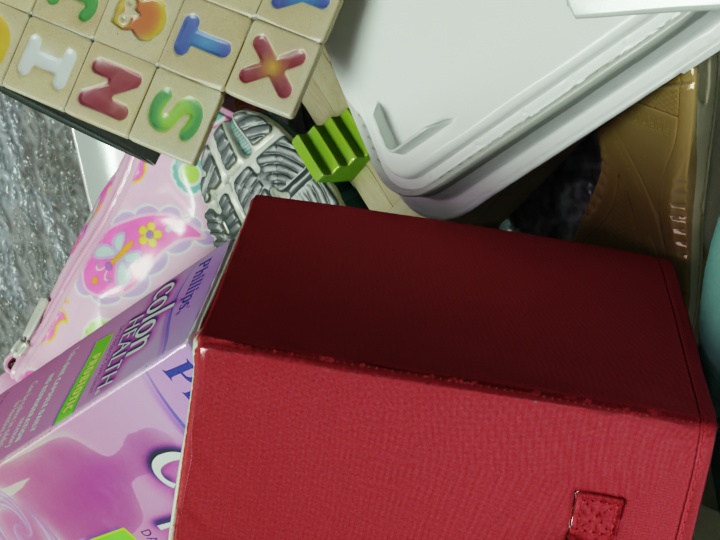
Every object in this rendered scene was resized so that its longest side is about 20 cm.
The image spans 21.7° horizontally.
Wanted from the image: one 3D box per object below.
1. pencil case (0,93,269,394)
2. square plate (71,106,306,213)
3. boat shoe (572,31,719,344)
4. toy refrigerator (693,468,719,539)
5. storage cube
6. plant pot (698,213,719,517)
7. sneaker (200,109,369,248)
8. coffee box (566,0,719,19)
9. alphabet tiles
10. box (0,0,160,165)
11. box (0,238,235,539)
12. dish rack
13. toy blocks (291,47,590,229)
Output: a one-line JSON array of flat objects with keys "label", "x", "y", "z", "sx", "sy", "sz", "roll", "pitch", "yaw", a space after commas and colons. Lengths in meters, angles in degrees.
[{"label": "pencil case", "x": -0.112, "y": -0.005, "z": 0.976, "sx": 0.087, "sy": 0.087, "sz": 0.201, "roll": 36, "pitch": 102, "yaw": 29}, {"label": "square plate", "x": -0.095, "y": -0.080, "z": 1.062, "sx": 0.199, "sy": 0.028, "sz": 0.199, "roll": 3, "pitch": 110, "yaw": 45}, {"label": "boat shoe", "x": 0.140, "y": -0.029, "z": 0.811, "sx": 0.074, "sy": 0.069, "sz": 0.201, "roll": 35, "pitch": 132, "yaw": 41}, {"label": "toy refrigerator", "x": 0.168, "y": 0.179, "z": 0.870, "sx": 0.070, "sy": 0.076, "sz": 0.201, "roll": 23, "pitch": 122, "yaw": 38}, {"label": "storage cube", "x": 0.024, "y": 0.086, "z": 0.725, "sx": 0.178, "sy": 0.200, "sz": 0.172, "roll": 9, "pitch": 109, "yaw": 0}, {"label": "plant pot", "x": 0.213, "y": 0.032, "z": 0.680, "sx": 0.200, "sy": 0.200, "sz": 0.162, "roll": -24, "pitch": 78, "yaw": 48}, {"label": "sneaker", "x": 0.000, "y": 0.000, "z": 0.927, "sx": 0.200, "sy": 0.080, "sz": 0.077, "roll": 47, "pitch": 122, "yaw": -8}, {"label": "coffee box", "x": 0.181, "y": -0.194, "z": 0.577, "sx": 0.197, "sy": 0.200, "sz": 0.201, "roll": 2, "pitch": 106, "yaw": 35}, {"label": "alphabet tiles", "x": -0.096, "y": -0.145, "z": 0.810, "sx": 0.199, "sy": 0.006, "sz": 0.167, "roll": 23, "pitch": 90, "yaw": 19}, {"label": "box", "x": -0.158, "y": -0.162, "z": 0.945, "sx": 0.200, "sy": 0.124, "sz": 0.149, "roll": 28, "pitch": 91, "yaw": 54}, {"label": "box", "x": -0.088, "y": 0.118, "z": 0.905, "sx": 0.199, "sy": 0.097, "sz": 0.176, "roll": -32, "pitch": 109, "yaw": 24}, {"label": "dish rack", "x": 0.054, "y": -0.132, "z": 0.772, "sx": 0.200, "sy": 0.043, "sz": 0.173, "roll": -34, "pitch": 70, "yaw": 34}, {"label": "toy blocks", "x": 0.038, "y": -0.105, "z": 0.877, "sx": 0.137, "sy": 0.100, "sz": 0.201, "roll": -47, "pitch": 65, "yaw": 34}]
